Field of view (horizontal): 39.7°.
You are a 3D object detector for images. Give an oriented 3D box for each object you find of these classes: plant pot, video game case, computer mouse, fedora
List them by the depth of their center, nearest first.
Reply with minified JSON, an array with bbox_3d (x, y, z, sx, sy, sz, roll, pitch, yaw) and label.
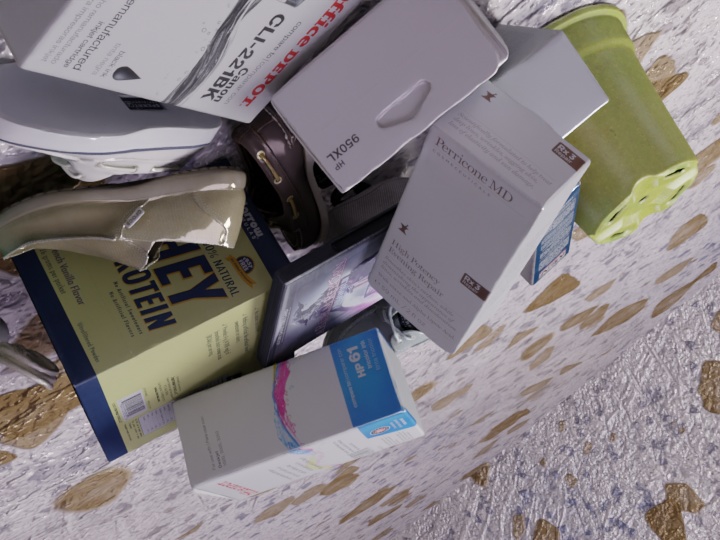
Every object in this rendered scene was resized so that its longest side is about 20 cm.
[{"bbox_3d":[0.000,0.000,0.871,0.199,0.019,0.143,-31,159,-28],"label":"video game case"},{"bbox_3d":[-0.020,-0.099,0.970,0.058,0.034,0.200,-32,166,2],"label":"computer mouse"},{"bbox_3d":[0.028,-0.034,1.034,0.199,0.091,0.177,-15,159,-29],"label":"fedora"},{"bbox_3d":[0.246,-0.138,1.039,0.199,0.185,0.201,-29,159,-12],"label":"plant pot"}]

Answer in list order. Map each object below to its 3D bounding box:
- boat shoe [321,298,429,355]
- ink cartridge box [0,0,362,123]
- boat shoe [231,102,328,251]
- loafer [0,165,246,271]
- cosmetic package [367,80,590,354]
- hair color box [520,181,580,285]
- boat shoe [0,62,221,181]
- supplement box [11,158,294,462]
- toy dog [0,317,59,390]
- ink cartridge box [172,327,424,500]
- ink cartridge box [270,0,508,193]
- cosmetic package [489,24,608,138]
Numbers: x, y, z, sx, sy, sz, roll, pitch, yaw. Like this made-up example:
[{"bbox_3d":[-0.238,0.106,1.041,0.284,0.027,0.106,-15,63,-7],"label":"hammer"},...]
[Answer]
[{"bbox_3d":[0.049,0.038,0.982,0.200,0.070,0.072,-31,-179,0],"label":"boat shoe"},{"bbox_3d":[-0.100,-0.178,0.592,0.144,0.084,0.199,-42,159,24],"label":"ink cartridge box"},{"bbox_3d":[-0.071,-0.074,0.874,0.059,0.072,0.200,-37,156,-17],"label":"boat shoe"},{"bbox_3d":[-0.180,-0.032,0.747,0.198,0.069,0.076,-11,-177,-3],"label":"loafer"},{"bbox_3d":[0.082,-0.034,0.760,0.074,0.101,0.201,-41,163,-33],"label":"cosmetic package"},{"bbox_3d":[0.163,-0.065,1.015,0.060,0.100,0.200,-42,162,-7],"label":"hair color box"},{"bbox_3d":[-0.183,-0.095,0.685,0.066,0.072,0.199,-50,162,28],"label":"boat shoe"},{"bbox_3d":[-0.174,0.040,0.894,0.199,0.135,0.200,-26,158,-18],"label":"supplement box"},{"bbox_3d":[-0.341,0.069,0.758,0.097,0.132,0.200,-55,149,-2],"label":"toy dog"},{"bbox_3d":[-0.054,0.137,0.918,0.198,0.085,0.145,-21,160,4],"label":"ink cartridge box"},{"bbox_3d":[0.028,-0.147,0.733,0.144,0.084,0.200,-39,-173,14],"label":"ink cartridge box"},{"bbox_3d":[0.123,-0.149,0.847,0.101,0.071,0.200,-39,-165,6],"label":"cosmetic package"}]
